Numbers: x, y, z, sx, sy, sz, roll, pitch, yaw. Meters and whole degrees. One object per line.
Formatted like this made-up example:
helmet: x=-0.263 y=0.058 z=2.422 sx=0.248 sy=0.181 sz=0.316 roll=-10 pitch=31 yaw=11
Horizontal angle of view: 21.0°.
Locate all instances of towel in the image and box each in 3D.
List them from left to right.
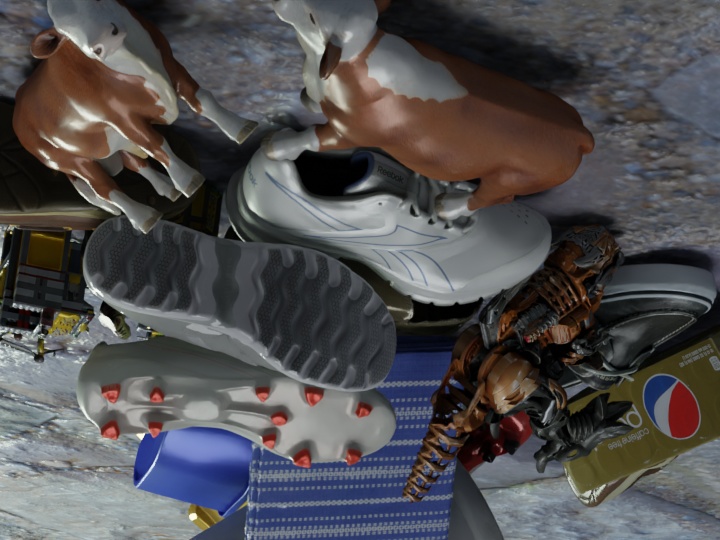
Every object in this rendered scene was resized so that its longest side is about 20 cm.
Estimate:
towel: x=-0.007 y=0.135 z=1.290 sx=0.144 sy=0.201 sz=0.024 roll=-1 pitch=-157 yaw=-15

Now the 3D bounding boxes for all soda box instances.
soda box: x=0.220 y=0.096 z=1.392 sx=0.064 sy=0.068 sz=0.200 roll=-28 pitch=177 yaw=-38

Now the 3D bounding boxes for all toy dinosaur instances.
toy dinosaur: x=0.096 y=0.060 z=1.241 sx=0.199 sy=0.102 sz=0.136 roll=-33 pitch=143 yaw=12

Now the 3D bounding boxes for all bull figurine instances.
bull figurine: x=-0.127 y=-0.089 z=1.020 sx=0.121 sy=0.065 sz=0.200 roll=44 pitch=158 yaw=-8
bull figurine: x=0.024 y=-0.084 z=1.005 sx=0.199 sy=0.065 sz=0.121 roll=23 pitch=157 yaw=-29

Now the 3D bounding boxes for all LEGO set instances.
LEGO set: x=-0.174 y=0.016 z=1.253 sx=0.153 sy=0.117 sz=0.200 roll=15 pitch=157 yaw=-25

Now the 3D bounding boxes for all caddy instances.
caddy: x=-0.099 y=0.103 z=1.436 sx=0.104 sy=0.142 sz=0.200 roll=13 pitch=159 yaw=-12

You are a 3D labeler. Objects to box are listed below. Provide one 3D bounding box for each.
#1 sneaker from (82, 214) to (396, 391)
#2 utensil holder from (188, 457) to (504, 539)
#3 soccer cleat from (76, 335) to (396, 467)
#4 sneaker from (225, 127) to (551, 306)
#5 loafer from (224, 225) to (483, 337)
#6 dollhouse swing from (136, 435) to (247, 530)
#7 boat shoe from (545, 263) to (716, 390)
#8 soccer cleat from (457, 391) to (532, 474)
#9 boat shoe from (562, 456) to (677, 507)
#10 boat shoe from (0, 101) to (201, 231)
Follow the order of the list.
sneaker: x=-0.072 y=0.016 z=1.157 sx=0.199 sy=0.075 sz=0.082 roll=23 pitch=169 yaw=-14
utensil holder: x=-0.016 y=0.226 z=1.417 sx=0.199 sy=0.171 sz=0.170 roll=-26 pitch=171 yaw=-24
soccer cleat: x=-0.076 y=0.073 z=1.206 sx=0.199 sy=0.078 sz=0.070 roll=7 pitch=119 yaw=-9
sneaker: x=0.022 y=-0.034 z=1.150 sx=0.199 sy=0.075 sz=0.087 roll=9 pitch=154 yaw=-13
loafer: x=0.000 y=0.000 z=1.245 sx=0.199 sy=0.077 sz=0.067 roll=9 pitch=161 yaw=-40
dollhouse swing: x=-0.065 y=0.137 z=1.667 sx=0.181 sy=0.176 sz=0.200 roll=-32 pitch=-176 yaw=-37
boat shoe: x=0.168 y=0.049 z=1.327 sx=0.072 sy=0.071 sz=0.200 roll=17 pitch=155 yaw=-29
soccer cleat: x=0.078 y=0.123 z=1.520 sx=0.069 sy=0.085 sz=0.200 roll=40 pitch=144 yaw=-10
boat shoe: x=0.229 y=0.122 z=1.534 sx=0.075 sy=0.075 sz=0.202 roll=-18 pitch=165 yaw=-25
boat shoe: x=-0.197 y=-0.053 z=1.143 sx=0.199 sy=0.072 sz=0.068 roll=7 pitch=158 yaw=-11
